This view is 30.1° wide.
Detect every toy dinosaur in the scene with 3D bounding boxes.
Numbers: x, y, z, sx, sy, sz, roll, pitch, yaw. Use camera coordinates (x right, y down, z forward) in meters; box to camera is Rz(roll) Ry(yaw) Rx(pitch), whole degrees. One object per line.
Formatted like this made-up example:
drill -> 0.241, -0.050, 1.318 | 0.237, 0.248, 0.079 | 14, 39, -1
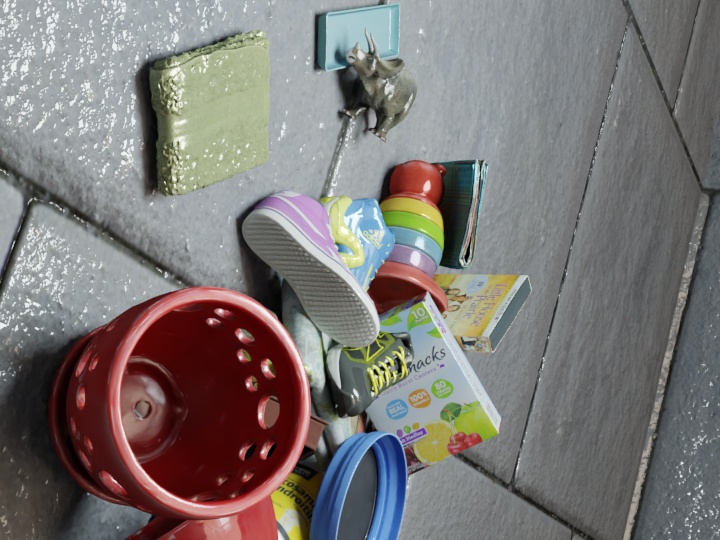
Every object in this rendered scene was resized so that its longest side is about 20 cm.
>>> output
toy dinosaur -> 0.039, -0.217, 1.679 | 0.102, 0.077, 0.200 | -55, 155, 6

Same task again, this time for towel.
towel -> -0.051, 0.118, 1.574 | 0.171, 0.048, 0.200 | -99, 175, -48
towel -> 0.117, -0.078, 1.823 | 0.200, 0.022, 0.147 | -168, -93, -72
towel -> -0.150, -0.162, 1.375 | 0.200, 0.036, 0.148 | -35, 130, -57

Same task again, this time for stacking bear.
stacking bear -> 0.063, -0.055, 1.774 | 0.114, 0.121, 0.200 | 53, 43, -51

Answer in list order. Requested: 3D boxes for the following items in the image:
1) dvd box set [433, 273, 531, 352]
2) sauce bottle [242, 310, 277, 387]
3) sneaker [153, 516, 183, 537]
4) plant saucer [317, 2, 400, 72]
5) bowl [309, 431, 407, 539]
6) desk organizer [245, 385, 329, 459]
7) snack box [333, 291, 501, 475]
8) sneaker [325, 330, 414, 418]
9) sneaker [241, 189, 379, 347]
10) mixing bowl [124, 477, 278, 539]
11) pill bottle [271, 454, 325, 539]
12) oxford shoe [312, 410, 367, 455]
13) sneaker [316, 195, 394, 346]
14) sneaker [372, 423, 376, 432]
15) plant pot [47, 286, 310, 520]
dvd box set -> 0.112, 0.055, 1.793 | 0.146, 0.200, 0.029 | -51, 132, -45
sauce bottle -> -0.112, 0.142, 1.521 | 0.065, 0.065, 0.200 | -45, 136, -50
sneaker -> -0.189, 0.298, 1.428 | 0.078, 0.066, 0.200 | 78, 31, -60
plant saucer -> -0.001, -0.292, 1.656 | 0.200, 0.019, 0.070 | -26, 122, -58
bowl -> -0.002, 0.285, 1.565 | 0.201, 0.039, 0.201 | 10, 90, -66
desk organizer -> -0.133, 0.160, 1.410 | 0.200, 0.072, 0.077 | 31, 73, -42
snack box -> 0.071, 0.147, 1.713 | 0.200, 0.142, 0.053 | 60, 16, -9
sneaker -> 0.015, 0.108, 1.550 | 0.200, 0.085, 0.074 | -64, 144, -69
sneaker -> -0.037, -0.011, 1.526 | 0.200, 0.073, 0.114 | 51, 30, -7
mixing bowl -> -0.155, 0.284, 1.302 | 0.108, 0.200, 0.200 | 59, 33, 0
pill bottle -> -0.086, 0.291, 1.571 | 0.200, 0.112, 0.112 | -32, 127, -57
oxford shoe -> -0.042, 0.247, 1.705 | 0.075, 0.070, 0.200 | 30, 61, -59
sneaker -> 0.000, 0.000, 1.646 | 0.105, 0.076, 0.200 | -14, 117, -19
sneaker -> 0.024, 0.267, 1.837 | 0.200, 0.076, 0.092 | -35, 134, -54
plant pot -> -0.174, 0.121, 1.208 | 0.200, 0.182, 0.200 | 5, 81, -36
